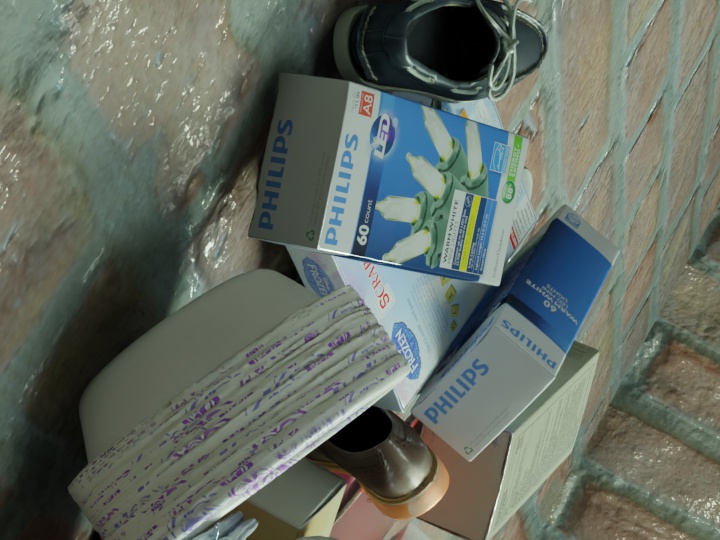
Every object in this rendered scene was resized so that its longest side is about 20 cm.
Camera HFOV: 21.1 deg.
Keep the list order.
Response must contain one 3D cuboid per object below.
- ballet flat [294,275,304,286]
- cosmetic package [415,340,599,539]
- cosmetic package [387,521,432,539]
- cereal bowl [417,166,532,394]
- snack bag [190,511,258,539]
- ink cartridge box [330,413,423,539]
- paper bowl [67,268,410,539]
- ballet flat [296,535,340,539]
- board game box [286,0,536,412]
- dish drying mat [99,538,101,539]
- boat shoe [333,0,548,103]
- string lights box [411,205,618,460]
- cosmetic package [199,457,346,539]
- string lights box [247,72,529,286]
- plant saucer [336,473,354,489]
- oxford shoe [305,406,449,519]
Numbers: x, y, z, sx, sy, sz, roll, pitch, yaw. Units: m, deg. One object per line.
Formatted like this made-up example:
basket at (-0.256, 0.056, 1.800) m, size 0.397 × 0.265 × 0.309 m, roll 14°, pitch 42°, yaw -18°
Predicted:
ballet flat at (0.000, 0.000, 1.376) m, size 0.200 × 0.071 × 0.069 m, roll -56°, pitch 165°, yaw -21°
cosmetic package at (0.115, 0.125, 1.529) m, size 0.200 × 0.073 × 0.104 m, roll -30°, pitch 137°, yaw -60°
cosmetic package at (-0.018, 0.299, 1.450) m, size 0.151 × 0.052 × 0.200 m, roll -43°, pitch -171°, yaw 35°
cereal bowl at (0.053, -0.008, 1.515) m, size 0.200 × 0.083 × 0.200 m, roll -56°, pitch 164°, yaw -25°
snack bag at (-0.151, 0.209, 1.133) m, size 0.188 × 0.021 × 0.200 m, roll -36°, pitch 175°, yaw 4°
ink cartridge box at (0.024, 0.165, 1.506) m, size 0.200 × 0.045 × 0.176 m, roll -48°, pitch 178°, yaw -43°
paper bowl at (-0.078, 0.076, 1.101) m, size 0.200 × 0.104 × 0.201 m, roll -36°, pitch 174°, yaw -4°
ballet flat at (-0.047, 0.262, 1.330) m, size 0.069 × 0.069 × 0.200 m, roll -36°, pitch 156°, yaw -59°
board game box at (0.032, -0.044, 1.313) m, size 0.200 × 0.041 × 0.200 m, roll -53°, pitch 136°, yaw -32°
dish drying mat at (-0.164, 0.201, 1.282) m, size 0.200 × 0.018 × 0.077 m, roll -65°, pitch 163°, yaw 14°
boat shoe at (0.067, -0.147, 1.249) m, size 0.200 × 0.062 × 0.075 m, roll 0°, pitch 91°, yaw -50°
string lights box at (0.115, 0.042, 1.417) m, size 0.103 × 0.059 × 0.200 m, roll -48°, pitch -177°, yaw 34°
cosmetic package at (-0.090, 0.217, 1.390) m, size 0.071 × 0.105 × 0.200 m, roll -41°, pitch 153°, yaw -52°
string lights box at (0.021, -0.054, 1.211) m, size 0.200 × 0.059 × 0.103 m, roll 10°, pitch 91°, yaw -53°
plant saucer at (-0.053, 0.170, 1.536) m, size 0.201 × 0.051 × 0.201 m, roll -56°, pitch 164°, yaw -25°
oxford shoe at (-0.011, 0.106, 1.383) m, size 0.071 × 0.200 × 0.073 m, roll -43°, pitch 123°, yaw -15°
